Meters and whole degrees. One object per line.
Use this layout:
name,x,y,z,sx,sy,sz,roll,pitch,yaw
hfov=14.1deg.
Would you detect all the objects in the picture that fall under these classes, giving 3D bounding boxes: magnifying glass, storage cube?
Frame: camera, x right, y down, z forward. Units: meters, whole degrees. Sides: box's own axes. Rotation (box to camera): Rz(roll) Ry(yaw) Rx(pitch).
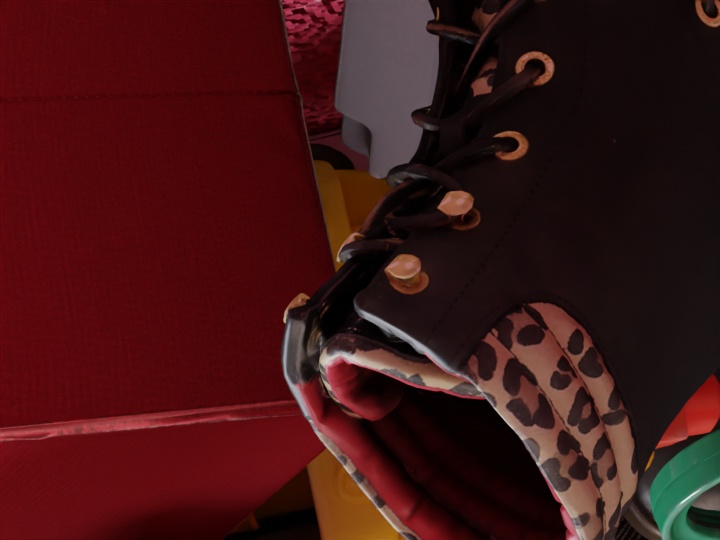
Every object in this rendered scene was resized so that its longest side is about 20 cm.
magnifying glass,0.165,0.042,0.915,0.079,0.022,0.200,7,145,-32
storage cube,-0.122,-0.008,0.741,0.179,0.171,0.200,-3,159,-26

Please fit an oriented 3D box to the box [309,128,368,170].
box,0.000,0.000,1.048,0.144,0.036,0.200,-13,162,2

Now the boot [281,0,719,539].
boot,0.027,-0.044,0.636,0.073,0.204,0.154,-17,-155,45

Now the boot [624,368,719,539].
boot,0.183,0.020,0.968,0.182,0.073,0.200,-32,177,-16

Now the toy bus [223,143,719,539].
toy bus,0.026,0.036,0.882,0.191,0.136,0.200,-5,170,-17

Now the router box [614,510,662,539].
router box,0.089,0.081,1.127,0.200,0.052,0.157,-51,-176,-34

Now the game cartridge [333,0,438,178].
game cartridge,0.087,-0.048,0.730,0.042,0.200,0.133,-41,150,-46
